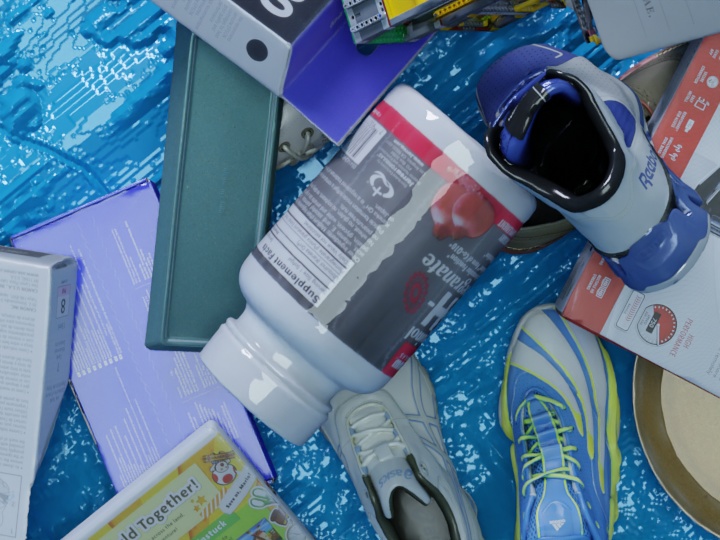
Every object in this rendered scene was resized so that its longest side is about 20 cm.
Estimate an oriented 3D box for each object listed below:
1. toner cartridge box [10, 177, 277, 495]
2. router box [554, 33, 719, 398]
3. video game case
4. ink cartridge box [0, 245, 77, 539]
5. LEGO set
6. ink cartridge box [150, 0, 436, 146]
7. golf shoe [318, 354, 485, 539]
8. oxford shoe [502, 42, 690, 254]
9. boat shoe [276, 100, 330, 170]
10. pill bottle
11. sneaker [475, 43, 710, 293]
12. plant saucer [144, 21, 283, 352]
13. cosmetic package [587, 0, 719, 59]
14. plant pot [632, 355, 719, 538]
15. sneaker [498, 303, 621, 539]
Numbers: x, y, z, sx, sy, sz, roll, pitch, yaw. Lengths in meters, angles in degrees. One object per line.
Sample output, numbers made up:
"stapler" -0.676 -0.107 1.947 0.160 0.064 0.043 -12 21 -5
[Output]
"toner cartridge box" -0.132 0.054 1.492 0.094 0.043 0.201 -22 89 1
"router box" 0.238 -0.024 1.433 0.179 0.049 0.201 27 93 -3
"video game case" -0.109 0.220 1.474 0.200 0.023 0.182 -38 103 4
"ink cartridge box" -0.259 0.081 1.473 0.161 0.057 0.202 8 101 17
"LEGO set" 0.065 -0.208 1.407 0.115 0.199 0.155 -22 73 37
"ink cartridge box" -0.039 -0.195 1.438 0.200 0.043 0.198 38 46 0
"golf shoe" 0.020 0.107 1.466 0.078 0.097 0.201 -29 88 1
"oxford shoe" 0.161 -0.076 1.479 0.200 0.075 0.071 -39 90 -1
"boat shoe" -0.046 -0.096 1.480 0.069 0.071 0.201 26 88 2
"pill bottle" 0.000 0.000 1.412 0.111 0.111 0.200 41 93 0
"sneaker" 0.114 -0.083 1.369 0.081 0.200 0.115 -43 131 8
"plant saucer" -0.083 -0.047 1.441 0.069 0.019 0.202 4 102 -15
"cosmetic package" 0.218 -0.247 1.384 0.199 0.165 0.166 -14 118 22
"plant pot" 0.265 0.073 1.481 0.198 0.027 0.202 0 89 7
"sneaker" 0.126 0.120 1.461 0.075 0.105 0.202 -5 90 -1
